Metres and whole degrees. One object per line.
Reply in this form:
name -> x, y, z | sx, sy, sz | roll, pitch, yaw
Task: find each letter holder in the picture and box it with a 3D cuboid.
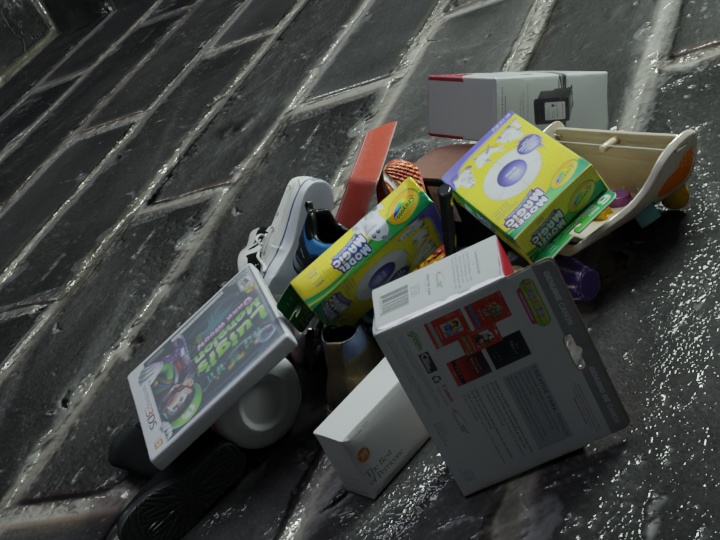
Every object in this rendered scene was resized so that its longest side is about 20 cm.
letter holder -> 0.172, -0.110, 1.569 | 0.142, 0.101, 0.199 | -41, 28, -27

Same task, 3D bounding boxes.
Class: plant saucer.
plant saucer -> -0.011, -0.076, 1.599 | 0.036, 0.201, 0.201 | 20, 29, -1

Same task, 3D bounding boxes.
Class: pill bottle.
pill bottle -> -0.161, 0.132, 1.459 | 0.112, 0.113, 0.199 | -40, 28, -22

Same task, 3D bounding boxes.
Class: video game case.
video game case -> -0.169, 0.100, 1.374 | 0.200, 0.023, 0.182 | -42, 31, 4

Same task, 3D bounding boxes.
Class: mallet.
mallet -> 0.102, -0.020, 1.374 | 0.041, 0.202, 0.066 | 8, 40, 16

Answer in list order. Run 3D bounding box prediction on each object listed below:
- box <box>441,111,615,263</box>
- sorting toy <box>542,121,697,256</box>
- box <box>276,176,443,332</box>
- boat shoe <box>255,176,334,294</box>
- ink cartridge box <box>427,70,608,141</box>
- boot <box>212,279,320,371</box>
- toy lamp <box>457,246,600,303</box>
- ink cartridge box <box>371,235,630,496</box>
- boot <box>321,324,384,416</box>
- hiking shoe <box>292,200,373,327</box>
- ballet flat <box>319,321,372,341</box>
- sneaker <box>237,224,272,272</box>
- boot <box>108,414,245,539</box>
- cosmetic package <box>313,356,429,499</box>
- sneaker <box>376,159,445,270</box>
box -> 0.181, -0.088, 1.361 | 0.117, 0.048, 0.200 | -44, 38, 0
sorting toy -> 0.254, -0.077, 1.391 | 0.180, 0.108, 0.199 | -38, 29, -28
box -> 0.003, -0.003, 1.358 | 0.199, 0.117, 0.048 | -40, 68, -1
boat shoe -> -0.103, -0.029, 1.641 | 0.086, 0.074, 0.205 | 20, 96, 51
ink cartridge box -> 0.208, -0.219, 1.640 | 0.198, 0.085, 0.145 | -9, 13, -34
boot -> -0.118, 0.065, 1.500 | 0.130, 0.071, 0.200 | 11, 7, -8
toy lamp -> 0.185, 0.005, 1.397 | 0.058, 0.059, 0.199 | -41, 29, -24
ink cartridge box -> 0.130, 0.082, 1.150 | 0.174, 0.201, 0.084 | -23, 25, 12
boot -> 0.005, 0.087, 1.356 | 0.074, 0.098, 0.200 | -5, 20, 14
hiking shoe -> 0.000, 0.000, 1.447 | 0.199, 0.088, 0.074 | 29, 41, 26
ballet flat -> -0.014, 0.053, 1.518 | 0.072, 0.068, 0.201 | -36, 18, 37
sneaker -> -0.104, -0.026, 1.726 | 0.111, 0.074, 0.201 | -25, 25, 12
boot -> -0.242, 0.229, 1.418 | 0.164, 0.066, 0.199 | -33, 28, -27
cosmetic package -> 0.046, 0.133, 1.281 | 0.050, 0.083, 0.200 | 6, 44, 51
sneaker -> 0.062, -0.037, 1.533 | 0.072, 0.077, 0.202 | -1, 64, -11
